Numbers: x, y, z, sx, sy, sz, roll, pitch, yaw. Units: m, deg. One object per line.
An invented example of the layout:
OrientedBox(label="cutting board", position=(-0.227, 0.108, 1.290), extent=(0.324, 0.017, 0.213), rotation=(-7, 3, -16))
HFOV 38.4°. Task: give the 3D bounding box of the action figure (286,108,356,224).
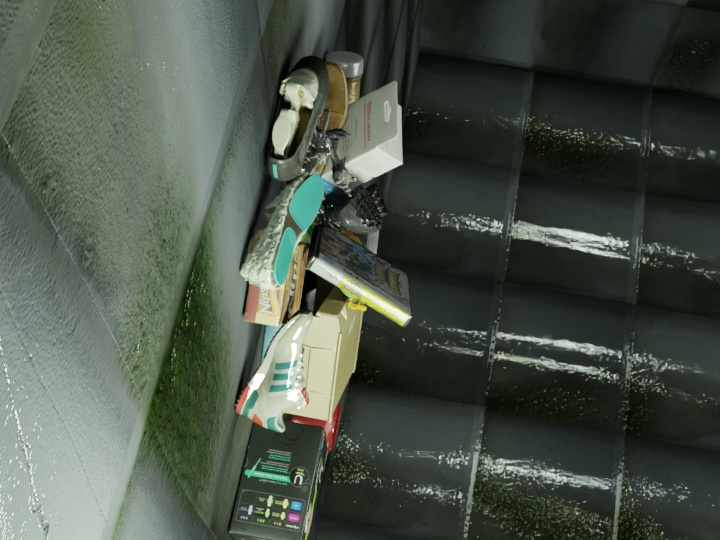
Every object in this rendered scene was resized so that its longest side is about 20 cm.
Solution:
OrientedBox(label="action figure", position=(-0.067, -0.141, 1.536), extent=(0.102, 0.119, 0.200), rotation=(62, -27, 32))

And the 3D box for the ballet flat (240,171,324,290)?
OrientedBox(label="ballet flat", position=(-0.112, -0.061, 1.421), extent=(0.072, 0.072, 0.200), rotation=(94, 15, -54))

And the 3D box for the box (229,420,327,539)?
OrientedBox(label="box", position=(-0.134, 0.368, 1.743), extent=(0.149, 0.124, 0.200), rotation=(88, 11, -66))

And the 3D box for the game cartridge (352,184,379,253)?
OrientedBox(label="game cartridge", position=(-0.026, -0.123, 1.920), extent=(0.200, 0.038, 0.130), rotation=(52, -35, 40))

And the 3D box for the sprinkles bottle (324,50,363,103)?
OrientedBox(label="sprinkles bottle", position=(-0.036, -0.287, 1.849), extent=(0.068, 0.068, 0.200), rotation=(-72, 169, -60))

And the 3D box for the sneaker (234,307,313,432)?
OrientedBox(label="sneaker", position=(-0.103, 0.150, 1.518), extent=(0.200, 0.093, 0.070), rotation=(-59, 176, 17))

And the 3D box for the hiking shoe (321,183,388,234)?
OrientedBox(label="hiking shoe", position=(-0.019, -0.087, 1.673), extent=(0.076, 0.100, 0.200), rotation=(67, 15, -4))

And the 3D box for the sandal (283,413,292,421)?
OrientedBox(label="sandal", position=(-0.134, 0.228, 1.935), extent=(0.200, 0.054, 0.081), rotation=(-49, 146, -53))

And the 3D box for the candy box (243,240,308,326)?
OrientedBox(label="candy box", position=(-0.123, 0.014, 1.543), extent=(0.200, 0.055, 0.116), rotation=(-36, 135, -85))

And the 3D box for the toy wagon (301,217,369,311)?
OrientedBox(label="toy wagon", position=(-0.030, -0.012, 1.742), extent=(0.040, 0.155, 0.200), rotation=(-55, -138, 25))

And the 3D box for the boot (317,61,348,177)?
OrientedBox(label="boot", position=(-0.067, -0.239, 1.627), extent=(0.075, 0.073, 0.201), rotation=(41, 62, -77))

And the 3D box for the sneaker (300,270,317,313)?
OrientedBox(label="sneaker", position=(-0.104, 0.064, 1.905), extent=(0.088, 0.076, 0.200), rotation=(33, 74, -53))

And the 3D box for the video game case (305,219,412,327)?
OrientedBox(label="video game case", position=(0.000, 0.000, 1.654), extent=(0.026, 0.181, 0.200), rotation=(-56, -170, 17))

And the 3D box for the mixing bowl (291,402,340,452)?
OrientedBox(label="mixing bowl", position=(-0.102, 0.312, 2.117), extent=(0.200, 0.108, 0.201), rotation=(10, 90, -84))

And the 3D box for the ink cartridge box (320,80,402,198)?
OrientedBox(label="ink cartridge box", position=(0.003, -0.209, 1.666), extent=(0.068, 0.200, 0.116), rotation=(26, 53, -41))

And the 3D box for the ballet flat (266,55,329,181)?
OrientedBox(label="ballet flat", position=(-0.087, -0.221, 1.435), extent=(0.068, 0.068, 0.200), rotation=(62, 37, -69))

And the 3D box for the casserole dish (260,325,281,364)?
OrientedBox(label="casserole dish", position=(-0.131, 0.092, 1.729), extent=(0.121, 0.039, 0.201), rotation=(-60, 160, -73))

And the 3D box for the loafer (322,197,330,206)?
OrientedBox(label="loafer", position=(-0.069, -0.149, 1.856), extent=(0.200, 0.071, 0.073), rotation=(116, -47, -68))

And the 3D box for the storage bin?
OrientedBox(label="storage bin", position=(-0.063, 0.123, 1.761), extent=(0.200, 0.093, 0.199), rotation=(-59, 158, -65))
